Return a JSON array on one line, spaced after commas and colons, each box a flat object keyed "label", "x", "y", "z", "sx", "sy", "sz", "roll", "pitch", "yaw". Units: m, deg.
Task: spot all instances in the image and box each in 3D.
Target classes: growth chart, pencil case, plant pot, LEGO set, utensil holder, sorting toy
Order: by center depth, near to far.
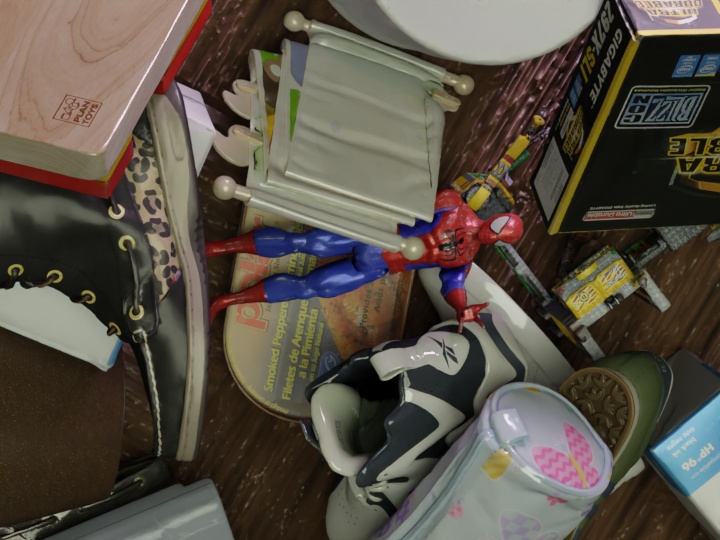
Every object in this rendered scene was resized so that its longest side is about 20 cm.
[{"label": "sorting toy", "x": -0.183, "y": -0.122, "z": 1.229, "sx": 0.199, "sy": 0.200, "sz": 0.070, "roll": 14, "pitch": 139, "yaw": 11}, {"label": "utensil holder", "x": 0.058, "y": -0.204, "z": 1.407, "sx": 0.170, "sy": 0.200, "sz": 0.170, "roll": -1, "pitch": 99, "yaw": -8}, {"label": "pencil case", "x": 0.058, "y": 0.151, "z": 1.418, "sx": 0.091, "sy": 0.083, "sz": 0.200, "roll": 23, "pitch": 127, "yaw": -24}, {"label": "plant pot", "x": -0.242, "y": 0.079, "z": 1.425, "sx": 0.200, "sy": 0.187, "sz": 0.187, "roll": 5, "pitch": 99, "yaw": -14}, {"label": "growth chart", "x": -0.011, "y": -0.084, "z": 1.436, "sx": 0.145, "sy": 0.200, "sz": 0.018, "roll": 23, "pitch": 129, "yaw": -6}, {"label": "LEGO set", "x": 0.157, "y": -0.040, "z": 1.490, "sx": 0.200, "sy": 0.116, "sz": 0.154, "roll": -29, "pitch": 102, "yaw": -3}]

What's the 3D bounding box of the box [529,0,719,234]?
[{"label": "box", "x": 0.212, "y": -0.093, "z": 1.383, "sx": 0.200, "sy": 0.049, "sz": 0.160, "roll": -3, "pitch": 139, "yaw": -21}]

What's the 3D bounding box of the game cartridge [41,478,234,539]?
[{"label": "game cartridge", "x": -0.124, "y": 0.231, "z": 1.499, "sx": 0.133, "sy": 0.041, "sz": 0.200, "roll": -20, "pitch": 122, "yaw": -7}]

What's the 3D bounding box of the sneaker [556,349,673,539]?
[{"label": "sneaker", "x": 0.125, "y": 0.124, "z": 1.476, "sx": 0.067, "sy": 0.090, "sz": 0.200, "roll": 41, "pitch": 123, "yaw": 15}]

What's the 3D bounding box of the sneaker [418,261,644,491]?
[{"label": "sneaker", "x": 0.075, "y": 0.086, "z": 1.522, "sx": 0.116, "sy": 0.074, "sz": 0.200, "roll": -40, "pitch": 104, "yaw": -3}]

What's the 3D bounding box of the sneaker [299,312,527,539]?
[{"label": "sneaker", "x": 0.001, "y": 0.106, "z": 1.460, "sx": 0.129, "sy": 0.080, "sz": 0.199, "roll": -4, "pitch": 147, "yaw": -41}]

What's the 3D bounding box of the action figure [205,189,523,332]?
[{"label": "action figure", "x": 0.000, "y": 0.000, "z": 1.438, "sx": 0.200, "sy": 0.099, "sz": 0.065, "roll": -12, "pitch": 110, "yaw": 0}]

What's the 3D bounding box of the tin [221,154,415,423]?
[{"label": "tin", "x": -0.024, "y": -0.007, "z": 1.511, "sx": 0.112, "sy": 0.042, "sz": 0.200, "roll": 9, "pitch": 98, "yaw": -14}]

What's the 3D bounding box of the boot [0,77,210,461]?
[{"label": "boot", "x": -0.155, "y": 0.004, "z": 1.269, "sx": 0.150, "sy": 0.073, "sz": 0.200, "roll": -5, "pitch": 96, "yaw": -7}]

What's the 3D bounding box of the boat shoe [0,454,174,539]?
[{"label": "boat shoe", "x": -0.207, "y": 0.159, "z": 1.498, "sx": 0.201, "sy": 0.072, "sz": 0.066, "roll": -12, "pitch": 95, "yaw": -11}]

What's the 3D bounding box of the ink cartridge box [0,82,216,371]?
[{"label": "ink cartridge box", "x": -0.179, "y": -0.054, "z": 1.397, "sx": 0.145, "sy": 0.200, "sz": 0.147, "roll": 23, "pitch": 96, "yaw": -9}]

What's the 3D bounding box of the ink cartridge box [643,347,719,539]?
[{"label": "ink cartridge box", "x": 0.251, "y": 0.152, "z": 1.536, "sx": 0.068, "sy": 0.116, "sz": 0.200, "roll": -40, "pitch": 102, "yaw": 0}]
